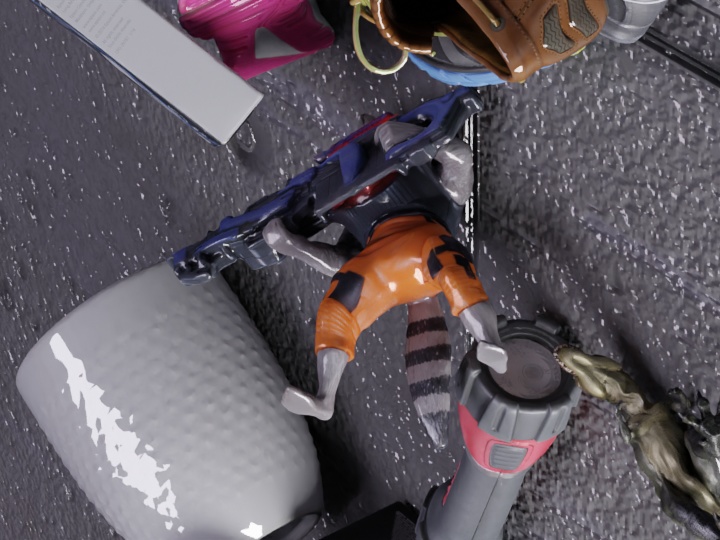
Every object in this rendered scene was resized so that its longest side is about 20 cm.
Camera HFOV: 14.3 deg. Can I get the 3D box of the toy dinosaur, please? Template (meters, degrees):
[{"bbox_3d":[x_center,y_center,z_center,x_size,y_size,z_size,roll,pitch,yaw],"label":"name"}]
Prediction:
[{"bbox_3d":[0.168,0.110,1.428,0.200,0.047,0.088,61,165,10],"label":"toy dinosaur"}]

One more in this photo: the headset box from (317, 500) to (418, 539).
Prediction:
[{"bbox_3d":[0.040,0.264,1.719,0.149,0.077,0.200,38,139,41],"label":"headset box"}]

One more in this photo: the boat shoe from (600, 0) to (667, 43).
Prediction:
[{"bbox_3d":[0.076,-0.190,1.345,0.200,0.072,0.068,48,146,17],"label":"boat shoe"}]

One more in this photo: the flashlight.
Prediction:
[{"bbox_3d":[0.070,0.102,1.572,0.068,0.068,0.200,49,151,20],"label":"flashlight"}]

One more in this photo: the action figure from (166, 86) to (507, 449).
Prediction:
[{"bbox_3d":[0.000,0.000,1.517,0.200,0.194,0.105,-25,132,26],"label":"action figure"}]

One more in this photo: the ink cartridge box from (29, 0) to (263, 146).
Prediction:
[{"bbox_3d":[-0.141,-0.139,1.508,0.200,0.039,0.099,39,179,-5],"label":"ink cartridge box"}]

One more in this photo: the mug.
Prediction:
[{"bbox_3d":[-0.108,0.111,1.799,0.175,0.148,0.200,55,167,15],"label":"mug"}]

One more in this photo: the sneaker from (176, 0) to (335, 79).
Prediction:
[{"bbox_3d":[-0.069,-0.170,1.535,0.200,0.081,0.088,80,169,-76],"label":"sneaker"}]

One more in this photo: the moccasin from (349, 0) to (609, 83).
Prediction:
[{"bbox_3d":[0.029,-0.133,1.330,0.201,0.078,0.074,35,160,44],"label":"moccasin"}]

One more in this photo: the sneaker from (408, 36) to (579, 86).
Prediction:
[{"bbox_3d":[0.038,-0.156,1.424,0.200,0.071,0.083,43,150,41],"label":"sneaker"}]
